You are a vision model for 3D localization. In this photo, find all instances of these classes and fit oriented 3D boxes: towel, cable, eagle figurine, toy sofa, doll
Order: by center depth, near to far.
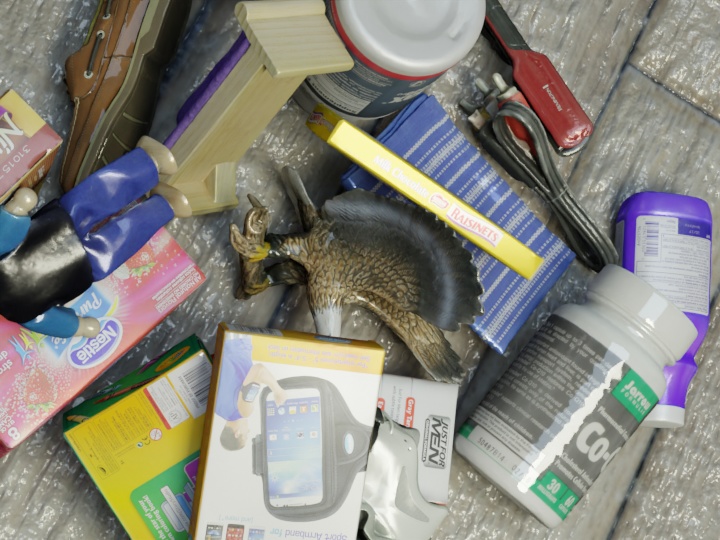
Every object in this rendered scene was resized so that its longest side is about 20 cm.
[{"bbox_3d":[-0.210,-0.009,1.153,0.200,0.048,0.137,-36,131,-28],"label":"doll"},{"bbox_3d":[-0.103,-0.134,1.252,0.083,0.200,0.098,-13,67,-44],"label":"toy sofa"},{"bbox_3d":[-0.001,0.008,1.297,0.199,0.152,0.151,7,106,3],"label":"eagle figurine"},{"bbox_3d":[0.085,-0.044,1.373,0.200,0.024,0.145,47,49,-5],"label":"towel"},{"bbox_3d":[0.165,-0.086,1.392,0.200,0.097,0.050,45,68,-6],"label":"cable"}]

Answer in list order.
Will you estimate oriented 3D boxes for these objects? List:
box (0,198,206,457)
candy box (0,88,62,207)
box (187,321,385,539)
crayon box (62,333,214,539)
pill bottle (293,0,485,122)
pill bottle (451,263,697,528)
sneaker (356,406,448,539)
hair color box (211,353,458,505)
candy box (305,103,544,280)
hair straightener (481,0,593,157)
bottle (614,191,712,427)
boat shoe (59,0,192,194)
[{"bbox_3d":[-0.226,0.042,1.237,0.200,0.100,0.096,-42,94,-21],"label":"box"},{"bbox_3d":[-0.284,-0.049,1.181,0.056,0.200,0.117,45,69,-6],"label":"candy box"},{"bbox_3d":[-0.056,0.144,1.172,0.119,0.041,0.201,7,94,-13],"label":"box"},{"bbox_3d":[-0.119,0.164,1.213,0.119,0.058,0.200,-31,103,-4],"label":"crayon box"},{"bbox_3d":[0.010,-0.187,1.306,0.119,0.200,0.120,3,79,-18],"label":"pill bottle"},{"bbox_3d":[0.175,0.100,1.328,0.113,0.113,0.200,40,86,-7],"label":"pill bottle"},{"bbox_3d":[-0.005,0.129,1.246,0.088,0.074,0.200,-36,104,-18],"label":"sneaker"},{"bbox_3d":[-0.028,0.128,1.306,0.199,0.061,0.102,10,78,-15],"label":"hair color box"},{"bbox_3d":[0.049,-0.063,1.291,0.200,0.102,0.026,34,92,-16],"label":"candy box"},{"bbox_3d":[0.131,-0.181,1.414,0.041,0.077,0.200,-37,78,-2],"label":"hair straightener"},{"bbox_3d":[0.261,0.035,1.418,0.083,0.065,0.201,6,78,-11],"label":"bottle"},{"bbox_3d":[-0.201,-0.147,1.306,0.068,0.072,0.201,19,78,14],"label":"boat shoe"}]
